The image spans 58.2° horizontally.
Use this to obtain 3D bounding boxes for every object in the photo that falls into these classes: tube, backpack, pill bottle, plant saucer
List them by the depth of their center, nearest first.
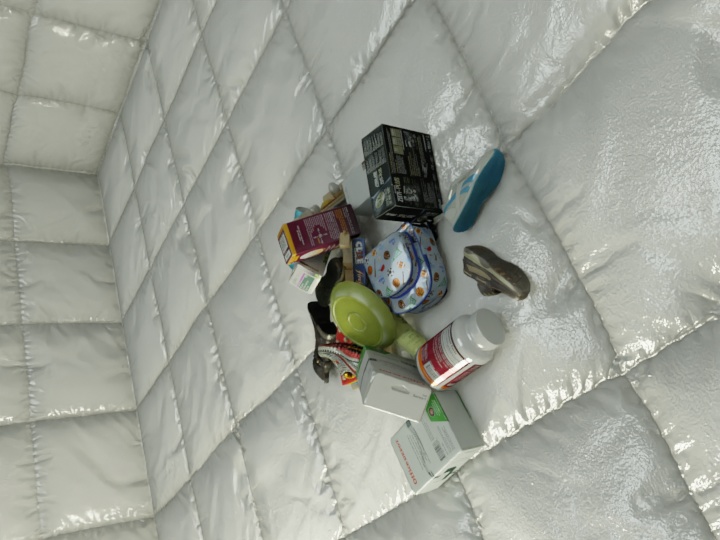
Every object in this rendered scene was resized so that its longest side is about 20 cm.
[{"bbox_3d":[0.219,0.169,1.408,0.200,0.111,0.115,-44,56,41],"label":"pill bottle"},{"bbox_3d":[0.112,0.003,1.534,0.200,0.152,0.194,-43,67,39],"label":"backpack"},{"bbox_3d":[-0.002,0.119,1.581,0.197,0.031,0.203,26,138,25],"label":"plant saucer"},{"bbox_3d":[0.091,0.144,1.610,0.200,0.057,0.053,43,113,40],"label":"tube"},{"bbox_3d":[-0.194,-0.095,2.020,0.077,0.049,0.205,43,127,53],"label":"tube"}]

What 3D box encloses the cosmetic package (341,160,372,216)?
[{"bbox_3d":[0.038,-0.235,1.693,0.199,0.073,0.104,-38,60,44],"label":"cosmetic package"}]

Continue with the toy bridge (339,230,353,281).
[{"bbox_3d":[-0.033,-0.045,1.653,0.201,0.026,0.069,84,-175,-60],"label":"toy bridge"}]

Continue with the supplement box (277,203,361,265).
[{"bbox_3d":[-0.110,-0.094,1.700,0.088,0.195,0.110,69,161,7],"label":"supplement box"}]

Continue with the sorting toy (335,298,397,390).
[{"bbox_3d":[0.003,0.200,1.725,0.199,0.068,0.204,-30,65,48],"label":"sorting toy"}]

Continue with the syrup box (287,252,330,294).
[{"bbox_3d":[-0.134,-0.037,1.822,0.079,0.080,0.202,-56,13,39],"label":"syrup box"}]

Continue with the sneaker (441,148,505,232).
[{"bbox_3d":[0.242,-0.186,1.421,0.202,0.075,0.081,-60,44,29],"label":"sneaker"}]

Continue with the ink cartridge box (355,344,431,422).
[{"bbox_3d":[0.071,0.258,1.500,0.200,0.142,0.086,-112,41,-78],"label":"ink cartridge box"}]

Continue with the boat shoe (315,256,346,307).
[{"bbox_3d":[-0.068,0.033,1.823,0.077,0.072,0.201,61,144,21],"label":"boat shoe"}]

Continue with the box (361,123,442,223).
[{"bbox_3d":[0.100,-0.225,1.537,0.085,0.161,0.206,-24,70,48],"label":"box"}]

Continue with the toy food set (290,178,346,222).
[{"bbox_3d":[-0.120,-0.183,1.819,0.142,0.200,0.061,-28,101,48],"label":"toy food set"}]

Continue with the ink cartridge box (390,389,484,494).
[{"bbox_3d":[0.171,0.394,1.485,0.201,0.081,0.149,-54,50,35],"label":"ink cartridge box"}]

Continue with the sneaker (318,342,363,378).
[{"bbox_3d":[-0.046,0.234,1.669,0.198,0.076,0.085,9,97,52],"label":"sneaker"}]

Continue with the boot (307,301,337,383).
[{"bbox_3d":[-0.122,0.206,1.891,0.201,0.067,0.178,-118,32,-53],"label":"boot"}]

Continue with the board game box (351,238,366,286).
[{"bbox_3d":[0.000,0.000,1.669,0.200,0.034,0.140,74,-167,-84],"label":"board game box"}]

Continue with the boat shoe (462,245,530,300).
[{"bbox_3d":[0.285,0.016,1.370,0.200,0.073,0.075,-132,45,-52],"label":"boat shoe"}]
